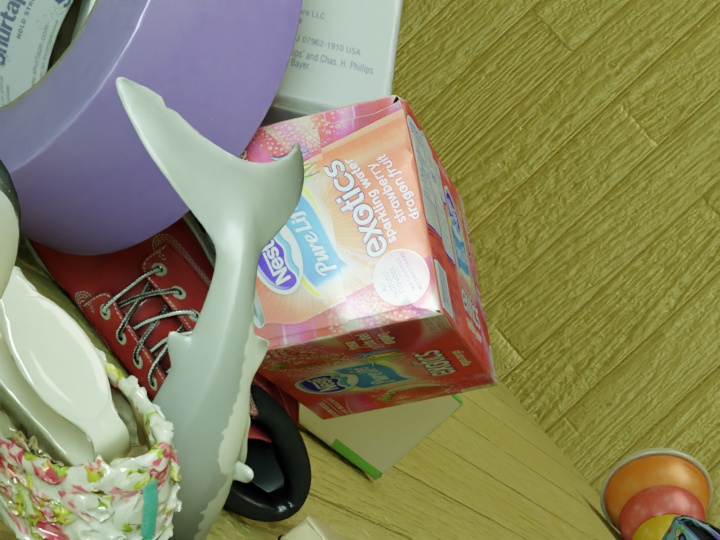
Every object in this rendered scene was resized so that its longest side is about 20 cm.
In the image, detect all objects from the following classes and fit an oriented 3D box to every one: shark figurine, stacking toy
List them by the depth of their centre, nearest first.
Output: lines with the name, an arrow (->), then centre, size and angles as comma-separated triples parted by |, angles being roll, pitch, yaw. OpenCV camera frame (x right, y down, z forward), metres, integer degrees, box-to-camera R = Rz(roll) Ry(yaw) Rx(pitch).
shark figurine -> -0.078, 0.050, 0.756 | 0.089, 0.215, 0.129 | 8, 48, -12
stacking toy -> 0.379, 0.332, 2.803 | 0.146, 0.146, 0.200 | 46, 23, -25

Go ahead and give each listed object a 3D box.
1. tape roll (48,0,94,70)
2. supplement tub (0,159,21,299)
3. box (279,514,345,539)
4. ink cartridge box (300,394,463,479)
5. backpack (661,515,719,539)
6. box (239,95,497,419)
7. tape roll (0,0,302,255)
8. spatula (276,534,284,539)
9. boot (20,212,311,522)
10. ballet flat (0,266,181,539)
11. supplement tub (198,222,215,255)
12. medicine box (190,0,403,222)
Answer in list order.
tape roll -> -0.136, -0.130, 1.179 | 0.037, 0.204, 0.203 | 15, 13, -13
supplement tub -> -0.177, -0.050, 0.500 | 0.200, 0.122, 0.122 | 49, 5, 18
box -> 0.049, 0.188, 0.861 | 0.200, 0.021, 0.164 | 51, -3, 19
ink cartridge box -> -0.040, 0.022, 1.464 | 0.200, 0.084, 0.145 | 51, 5, 34
backpack -> 0.330, 0.328, 2.060 | 0.200, 0.134, 0.183 | 49, 5, 13
box -> 0.000, 0.000, 1.047 | 0.200, 0.094, 0.103 | 48, 32, -75
tape roll -> -0.125, -0.114, 0.988 | 0.085, 0.200, 0.200 | 28, 17, -44
spatula -> 0.007, 0.176, 0.984 | 0.057, 0.021, 0.200 | 45, 5, -40
boot -> -0.093, 0.025, 1.045 | 0.200, 0.072, 0.144 | 50, 5, -15
ballet flat -> -0.126, 0.008, 0.696 | 0.200, 0.076, 0.064 | 42, -37, 8
supplement tub -> -0.062, -0.038, 1.248 | 0.123, 0.122, 0.201 | 38, 33, -65
medicine box -> -0.043, -0.142, 1.118 | 0.102, 0.201, 0.182 | 12, -19, -10
